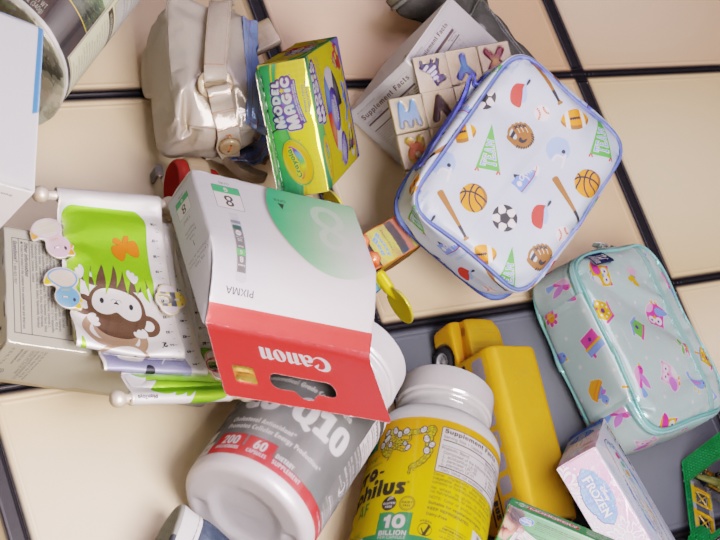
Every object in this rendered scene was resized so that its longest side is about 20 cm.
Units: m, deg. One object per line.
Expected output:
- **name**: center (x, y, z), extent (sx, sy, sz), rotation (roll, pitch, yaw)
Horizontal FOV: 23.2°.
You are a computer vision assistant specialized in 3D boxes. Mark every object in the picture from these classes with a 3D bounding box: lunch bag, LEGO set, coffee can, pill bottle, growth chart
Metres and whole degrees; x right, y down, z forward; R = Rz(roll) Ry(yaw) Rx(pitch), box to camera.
- **lunch bag**: center (0.131, -0.088, 1.570), extent (0.160, 0.076, 0.201), rotation (38, 73, -7)
- **LEGO set**: center (0.401, 0.212, 1.663), extent (0.115, 0.200, 0.154), rotation (27, 31, -23)
- **lunch bag**: center (0.262, 0.069, 1.702), extent (0.159, 0.077, 0.202), rotation (-10, 72, -44)
- **coffee can**: center (-0.262, -0.236, 1.450), extent (0.146, 0.146, 0.201), rotation (38, 48, -12)
- **pill bottle**: center (-0.047, 0.129, 1.418), extent (0.114, 0.114, 0.200), rotation (42, 48, -8)
- **pill bottle**: center (0.057, 0.183, 1.464), extent (0.112, 0.113, 0.201), rotation (29, 51, -19)
- **growth chart**: center (-0.174, 0.020, 1.356), extent (0.144, 0.018, 0.202), rotation (-5, 65, -39)

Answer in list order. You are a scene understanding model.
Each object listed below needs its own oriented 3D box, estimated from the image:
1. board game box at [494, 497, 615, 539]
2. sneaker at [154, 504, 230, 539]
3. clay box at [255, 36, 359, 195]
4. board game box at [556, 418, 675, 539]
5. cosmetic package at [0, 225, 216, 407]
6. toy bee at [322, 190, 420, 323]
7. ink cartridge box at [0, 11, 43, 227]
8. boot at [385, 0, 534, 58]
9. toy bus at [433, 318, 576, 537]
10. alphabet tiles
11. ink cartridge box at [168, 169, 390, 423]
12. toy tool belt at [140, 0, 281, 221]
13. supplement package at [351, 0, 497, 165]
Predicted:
- **board game box**: center (0.190, 0.287, 1.432), extent (0.198, 0.136, 0.029), rotation (22, 9, 7)
- **sneaker**: center (-0.111, 0.290, 1.304), extent (0.146, 0.077, 0.203), rotation (34, 48, -12)
- **clay box**: center (-0.045, -0.134, 1.524), extent (0.200, 0.047, 0.116), rotation (-61, 141, -74)
- **board game box**: center (0.244, 0.236, 1.537), extent (0.201, 0.043, 0.199), rotation (60, 9, 4)
- **cosmetic package**: center (-0.201, 0.039, 1.386), extent (0.198, 0.073, 0.104), rotation (12, 57, -31)
- **toy bee**: center (0.000, 0.000, 1.534), extent (0.131, 0.109, 0.201), rotation (41, 48, -12)
- **ink cartridge box**: center (-0.314, -0.084, 1.290), extent (0.084, 0.200, 0.146), rotation (17, 56, -32)
- **boot**: center (0.125, -0.214, 1.769), extent (0.181, 0.072, 0.201), rotation (-25, 86, -55)
- **toy bus**: center (0.127, 0.136, 1.566), extent (0.065, 0.078, 0.202), rotation (3, 63, -35)
- **alphabet tiles**: center (0.115, -0.106, 1.608), extent (0.165, 0.006, 0.202), rotation (-12, 86, -20)
- **ink cartridge box**: center (-0.055, 0.018, 1.377), extent (0.160, 0.050, 0.201), rotation (12, 39, -34)
- **toy tool belt**: center (-0.114, -0.139, 1.522), extent (0.122, 0.125, 0.202), rotation (3, 63, -25)
- **supplement package**: center (0.108, -0.140, 1.689), extent (0.200, 0.114, 0.110), rotation (42, 49, -9)
